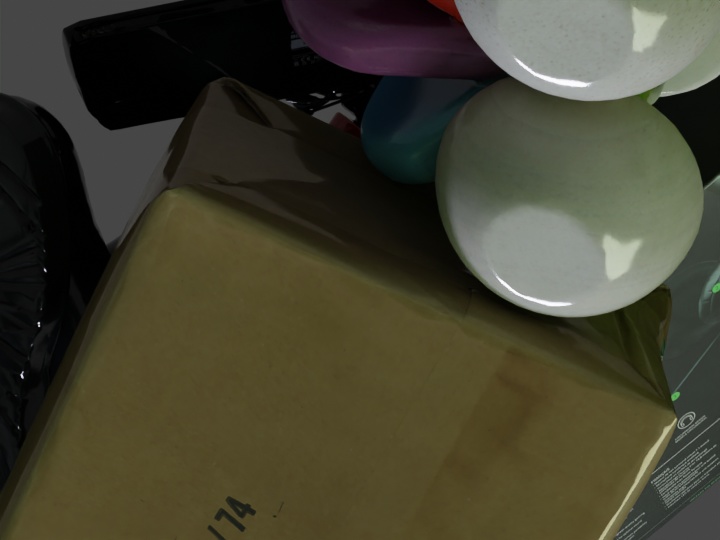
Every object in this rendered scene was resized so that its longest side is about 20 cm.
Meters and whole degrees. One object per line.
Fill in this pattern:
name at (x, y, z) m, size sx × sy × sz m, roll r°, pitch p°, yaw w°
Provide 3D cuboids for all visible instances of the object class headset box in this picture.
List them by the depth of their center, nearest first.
headset box at (0.102, 0.008, 0.922) m, size 0.174 × 0.093 × 0.200 m, roll -39°, pitch 144°, yaw -2°

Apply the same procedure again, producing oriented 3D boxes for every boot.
boot at (-0.087, -0.001, 0.891) m, size 0.162 × 0.073 × 0.200 m, roll -29°, pitch 135°, yaw -40°

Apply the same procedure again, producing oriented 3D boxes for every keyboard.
keyboard at (-0.012, -0.096, 0.872) m, size 0.198 × 0.040 × 0.104 m, roll -10°, pitch 156°, yaw -4°

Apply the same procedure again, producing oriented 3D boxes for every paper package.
paper package at (-0.015, 0.069, 0.784) m, size 0.104 × 0.189 × 0.201 m, roll -78°, pitch -167°, yaw -66°

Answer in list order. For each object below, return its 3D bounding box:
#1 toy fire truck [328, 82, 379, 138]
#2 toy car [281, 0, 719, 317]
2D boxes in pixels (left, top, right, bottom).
toy fire truck at (0.000, 0.000, 1.028) m, size 0.201 × 0.128 × 0.176 m, roll -55°, pitch 164°, yaw 4°
toy car at (0.047, -0.098, 0.719) m, size 0.149 × 0.176 × 0.201 m, roll 11°, pitch 134°, yaw 11°
